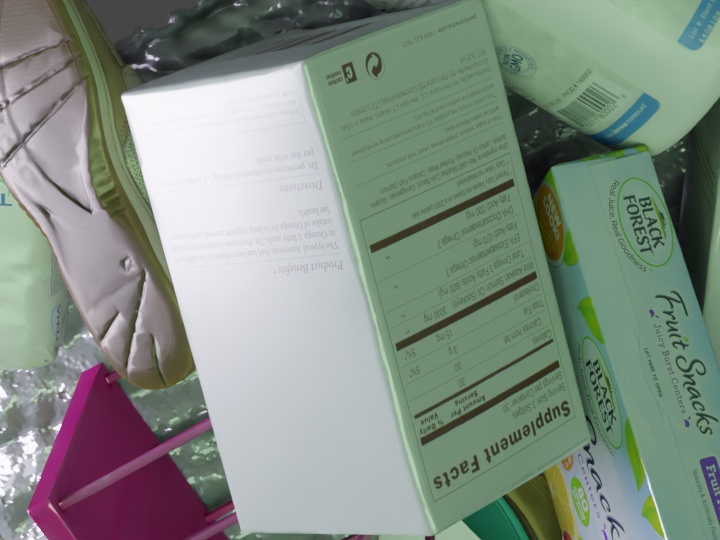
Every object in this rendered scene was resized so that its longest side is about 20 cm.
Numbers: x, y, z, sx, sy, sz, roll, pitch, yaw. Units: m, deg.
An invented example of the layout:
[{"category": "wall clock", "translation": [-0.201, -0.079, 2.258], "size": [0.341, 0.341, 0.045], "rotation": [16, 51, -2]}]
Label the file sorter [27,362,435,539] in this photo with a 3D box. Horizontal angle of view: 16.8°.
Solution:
[{"category": "file sorter", "translation": [-0.043, 0.132, 1.185], "size": [0.125, 0.139, 0.201], "rotation": [-28, 109, 16]}]

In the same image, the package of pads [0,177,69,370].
[{"category": "package of pads", "translation": [-0.237, -0.032, 1.164], "size": [0.198, 0.068, 0.156], "rotation": [3, 112, 0]}]

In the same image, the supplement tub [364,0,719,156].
[{"category": "supplement tub", "translation": [0.075, -0.151, 1.078], "size": [0.199, 0.132, 0.132], "rotation": [31, 110, -11]}]

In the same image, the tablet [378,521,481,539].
[{"category": "tablet", "translation": [0.081, 0.071, 1.232], "size": [0.129, 0.014, 0.202], "rotation": [6, 112, -1]}]

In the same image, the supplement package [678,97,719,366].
[{"category": "supplement package", "translation": [0.211, 0.004, 1.145], "size": [0.120, 0.120, 0.202], "rotation": [4, 113, 0]}]

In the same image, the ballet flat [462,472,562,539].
[{"category": "ballet flat", "translation": [0.054, 0.075, 1.186], "size": [0.063, 0.068, 0.200], "rotation": [-51, 126, -14]}]

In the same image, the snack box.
[{"category": "snack box", "translation": [0.119, 0.065, 1.095], "size": [0.053, 0.142, 0.202], "rotation": [-12, 73, -15]}]

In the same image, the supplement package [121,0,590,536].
[{"category": "supplement package", "translation": [0.000, 0.000, 1.036], "size": [0.116, 0.117, 0.202], "rotation": [-5, 104, 43]}]

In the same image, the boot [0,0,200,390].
[{"category": "boot", "translation": [-0.086, -0.057, 1.117], "size": [0.072, 0.154, 0.201], "rotation": [-27, 88, 37]}]
